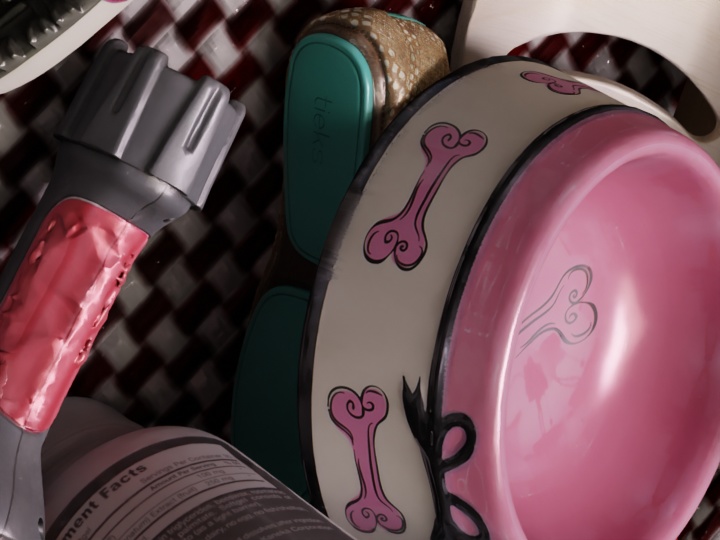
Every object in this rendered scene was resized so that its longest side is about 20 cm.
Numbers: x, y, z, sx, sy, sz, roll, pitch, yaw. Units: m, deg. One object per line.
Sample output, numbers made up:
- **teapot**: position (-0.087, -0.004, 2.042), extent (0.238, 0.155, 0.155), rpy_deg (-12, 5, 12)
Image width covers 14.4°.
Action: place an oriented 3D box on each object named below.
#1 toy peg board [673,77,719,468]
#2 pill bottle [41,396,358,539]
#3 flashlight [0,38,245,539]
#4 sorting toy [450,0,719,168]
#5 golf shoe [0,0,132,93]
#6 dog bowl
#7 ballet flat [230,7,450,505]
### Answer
- **toy peg board**: position (0.208, -0.004, 1.089), extent (0.098, 0.199, 0.201), rpy_deg (25, 83, -38)
- **pill bottle**: position (-0.052, 0.120, 0.951), extent (0.110, 0.200, 0.111), rpy_deg (-22, 127, -32)
- **flashlight**: position (-0.101, 0.025, 0.917), extent (0.201, 0.067, 0.068), rpy_deg (-62, 170, -6)
- **sorting toy**: position (0.120, -0.118, 1.045), extent (0.199, 0.107, 0.181), rpy_deg (18, 119, -16)
- **golf shoe**: position (-0.060, -0.119, 0.896), extent (0.200, 0.077, 0.088), rpy_deg (-48, 145, -10)
- **dog bowl**: position (0.067, 0.028, 1.006), extent (0.200, 0.073, 0.202), rpy_deg (-19, 114, -49)
- **ballet flat**: position (0.000, 0.000, 1.031), extent (0.065, 0.070, 0.201), rpy_deg (-18, 129, -47)
